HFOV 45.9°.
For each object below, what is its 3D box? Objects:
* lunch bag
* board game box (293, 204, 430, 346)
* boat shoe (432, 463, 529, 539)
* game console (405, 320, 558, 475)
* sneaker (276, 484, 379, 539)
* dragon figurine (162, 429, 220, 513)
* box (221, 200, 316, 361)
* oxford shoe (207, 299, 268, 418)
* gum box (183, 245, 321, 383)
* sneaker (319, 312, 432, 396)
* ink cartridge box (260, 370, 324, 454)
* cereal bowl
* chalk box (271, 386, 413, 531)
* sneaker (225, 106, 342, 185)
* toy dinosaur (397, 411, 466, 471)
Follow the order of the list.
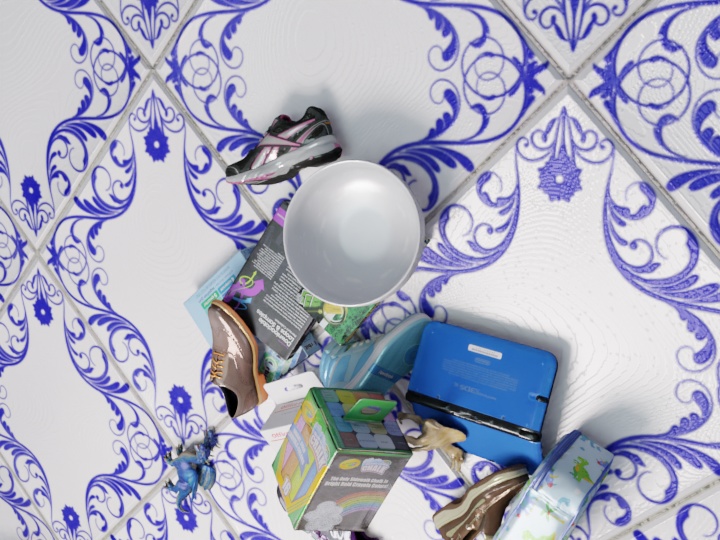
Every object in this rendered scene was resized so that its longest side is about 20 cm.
[{"bbox_3d":[0.249,0.316,1.121,0.082,0.160,0.202,34,117,22],"label":"lunch bag"},{"bbox_3d":[0.000,0.000,1.229,0.105,0.023,0.201,41,103,13],"label":"board game box"},{"bbox_3d":[0.183,0.344,1.213,0.203,0.074,0.075,-53,55,46],"label":"boat shoe"},{"bbox_3d":[0.176,0.181,1.200,0.198,0.118,0.173,14,86,27],"label":"game console"},{"bbox_3d":[-0.047,0.404,1.400,0.200,0.074,0.088,46,106,4],"label":"sneaker"},{"bbox_3d":[-0.304,0.379,1.550,0.099,0.059,0.202,15,110,28],"label":"dragon figurine"},{"bbox_3d":[-0.111,0.016,1.301,0.143,0.036,0.201,38,104,13],"label":"box"},{"bbox_3d":[-0.202,0.141,1.321,0.071,0.073,0.202,10,125,44],"label":"oxford shoe"},{"bbox_3d":[-0.180,0.090,1.394,0.170,0.044,0.201,-39,82,33],"label":"gum box"},{"bbox_3d":[0.011,0.116,1.263,0.200,0.079,0.131,-47,41,6],"label":"sneaker"},{"bbox_3d":[-0.073,0.262,1.326,0.115,0.067,0.201,-20,113,35],"label":"ink cartridge box"},{"bbox_3d":[-0.002,-0.050,1.174,0.198,0.083,0.203,0,89,19],"label":"cereal bowl"},{"bbox_3d":[-0.020,0.243,1.167,0.201,0.123,0.124,-63,34,25],"label":"chalk box"},{"bbox_3d":[-0.117,-0.184,1.266,0.198,0.080,0.087,-15,84,27],"label":"sneaker"},{"bbox_3d":[0.097,0.226,1.197,0.100,0.200,0.059,1,62,20],"label":"toy dinosaur"}]
